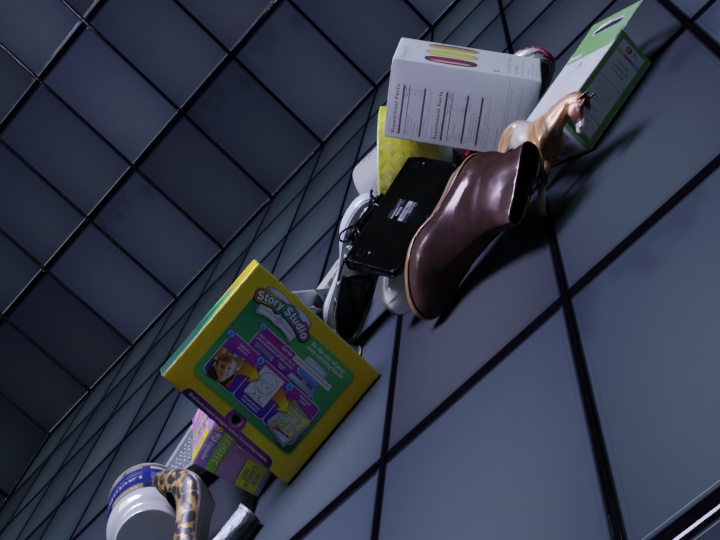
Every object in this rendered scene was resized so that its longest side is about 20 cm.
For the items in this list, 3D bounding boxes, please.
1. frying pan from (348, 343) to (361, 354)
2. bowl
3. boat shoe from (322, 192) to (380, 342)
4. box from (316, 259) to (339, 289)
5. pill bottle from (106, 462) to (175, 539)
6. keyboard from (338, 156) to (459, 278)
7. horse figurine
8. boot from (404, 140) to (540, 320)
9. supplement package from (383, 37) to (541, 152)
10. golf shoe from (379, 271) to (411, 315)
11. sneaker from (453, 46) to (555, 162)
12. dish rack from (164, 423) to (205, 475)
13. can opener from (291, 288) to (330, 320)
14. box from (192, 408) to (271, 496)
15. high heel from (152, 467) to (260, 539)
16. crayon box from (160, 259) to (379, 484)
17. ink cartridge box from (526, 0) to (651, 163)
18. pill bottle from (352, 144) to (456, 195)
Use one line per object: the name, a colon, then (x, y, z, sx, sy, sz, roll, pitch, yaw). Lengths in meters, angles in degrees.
frying pan: (-0.053, 0.135, 1.492, 0.115, 0.031, 0.190, -48, 14, -5)
bowl: (0.085, -0.142, 1.613, 0.106, 0.203, 0.201, -2, 21, 5)
boat shoe: (0.000, 0.000, 1.446, 0.057, 0.068, 0.203, -125, 46, -61)
box: (-0.065, 0.061, 1.733, 0.201, 0.039, 0.041, -55, 13, -29)
pill bottle: (-0.279, 0.335, 1.456, 0.116, 0.116, 0.200, -49, 12, -5)
keyboard: (0.047, -0.065, 1.380, 0.103, 0.040, 0.201, 15, 52, 25)
horse figurine: (0.196, -0.129, 1.259, 0.200, 0.049, 0.135, 178, 101, -75)
boot: (0.123, -0.044, 1.228, 0.166, 0.071, 0.203, -10, 59, 68)
supplement package: (0.138, -0.235, 1.485, 0.114, 0.196, 0.111, -74, -8, -63)
golf shoe: (0.096, -0.031, 1.357, 0.201, 0.073, 0.092, -53, 14, -20)
sneaker: (0.213, -0.231, 1.584, 0.201, 0.080, 0.075, -52, 24, 22)
dish rack: (-0.232, 0.263, 1.688, 0.199, 0.043, 0.173, -37, 17, 44)
can opener: (-0.067, 0.045, 1.513, 0.199, 0.066, 0.053, -2, -63, -55)
box: (-0.140, 0.168, 1.438, 0.178, 0.096, 0.200, -61, 12, 3)
high heel: (-0.225, 0.314, 1.300, 0.198, 0.072, 0.143, 15, 55, 45)
crayon box: (-0.107, 0.120, 1.303, 0.173, 0.200, 0.058, -49, 12, -6)
ink cartridge box: (0.282, -0.225, 1.330, 0.201, 0.059, 0.104, -54, 14, -20)
pill bottle: (0.091, -0.183, 1.758, 0.200, 0.114, 0.115, -41, 13, 28)
